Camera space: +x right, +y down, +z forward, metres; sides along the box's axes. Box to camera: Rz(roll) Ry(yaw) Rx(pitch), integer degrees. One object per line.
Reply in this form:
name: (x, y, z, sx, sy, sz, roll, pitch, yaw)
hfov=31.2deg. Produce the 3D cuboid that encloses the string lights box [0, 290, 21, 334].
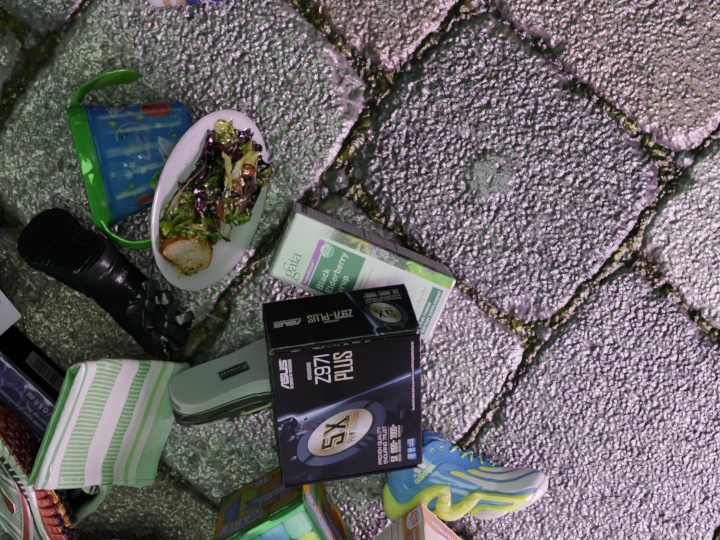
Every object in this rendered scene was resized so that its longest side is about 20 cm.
string lights box: (-0.470, 0.062, 1.415, 0.199, 0.059, 0.103, -30, 103, 39)

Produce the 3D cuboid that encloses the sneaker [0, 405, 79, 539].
sneaker: (-0.380, 0.232, 1.388, 0.081, 0.078, 0.202, -22, 103, 2)

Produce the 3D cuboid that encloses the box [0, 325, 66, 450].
box: (-0.420, 0.188, 1.469, 0.148, 0.104, 0.200, 43, 96, -10)

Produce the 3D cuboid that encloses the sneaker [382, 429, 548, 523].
sneaker: (0.119, 0.237, 1.519, 0.197, 0.076, 0.106, -12, 101, 0)

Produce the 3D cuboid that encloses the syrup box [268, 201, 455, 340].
syrup box: (0.000, 0.000, 1.464, 0.198, 0.081, 0.079, 23, 100, -8)

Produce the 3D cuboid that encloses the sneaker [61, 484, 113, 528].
sneaker: (-0.294, 0.215, 1.493, 0.075, 0.081, 0.201, 32, 96, -7)

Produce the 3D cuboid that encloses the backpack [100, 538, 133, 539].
backpack: (-0.290, 0.385, 1.497, 0.198, 0.154, 0.165, -19, 72, 12)

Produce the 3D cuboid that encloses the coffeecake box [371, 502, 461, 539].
coffeecake box: (0.048, 0.393, 1.514, 0.199, 0.073, 0.153, -39, 112, 17)

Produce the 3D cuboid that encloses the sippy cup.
sippy cup: (-0.243, -0.124, 1.410, 0.129, 0.140, 0.180, -13, 113, -11)

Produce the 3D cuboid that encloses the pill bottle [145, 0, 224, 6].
pill bottle: (-0.182, -0.341, 1.373, 0.197, 0.111, 0.112, -5, 101, -2)

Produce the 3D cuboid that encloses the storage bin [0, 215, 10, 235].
storage bin: (-0.513, -0.060, 1.406, 0.198, 0.146, 0.135, -27, 91, 3)

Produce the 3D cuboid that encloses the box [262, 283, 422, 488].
box: (-0.018, 0.128, 1.417, 0.162, 0.086, 0.202, -7, 126, -7)

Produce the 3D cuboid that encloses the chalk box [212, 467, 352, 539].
chalk box: (-0.086, 0.317, 1.461, 0.123, 0.200, 0.125, -28, 101, 3)

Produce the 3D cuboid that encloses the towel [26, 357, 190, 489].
towel: (-0.270, 0.170, 1.417, 0.023, 0.199, 0.154, 22, 94, 29)

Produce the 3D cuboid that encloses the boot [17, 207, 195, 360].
boot: (-0.282, 0.017, 1.440, 0.074, 0.197, 0.163, -53, 131, -15)

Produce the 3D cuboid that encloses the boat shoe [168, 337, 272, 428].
boat shoe: (-0.125, 0.129, 1.495, 0.198, 0.071, 0.064, -15, 141, -12)

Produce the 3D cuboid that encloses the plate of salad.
plate of salad: (-0.153, -0.073, 1.394, 0.048, 0.199, 0.203, 18, 102, 29)
